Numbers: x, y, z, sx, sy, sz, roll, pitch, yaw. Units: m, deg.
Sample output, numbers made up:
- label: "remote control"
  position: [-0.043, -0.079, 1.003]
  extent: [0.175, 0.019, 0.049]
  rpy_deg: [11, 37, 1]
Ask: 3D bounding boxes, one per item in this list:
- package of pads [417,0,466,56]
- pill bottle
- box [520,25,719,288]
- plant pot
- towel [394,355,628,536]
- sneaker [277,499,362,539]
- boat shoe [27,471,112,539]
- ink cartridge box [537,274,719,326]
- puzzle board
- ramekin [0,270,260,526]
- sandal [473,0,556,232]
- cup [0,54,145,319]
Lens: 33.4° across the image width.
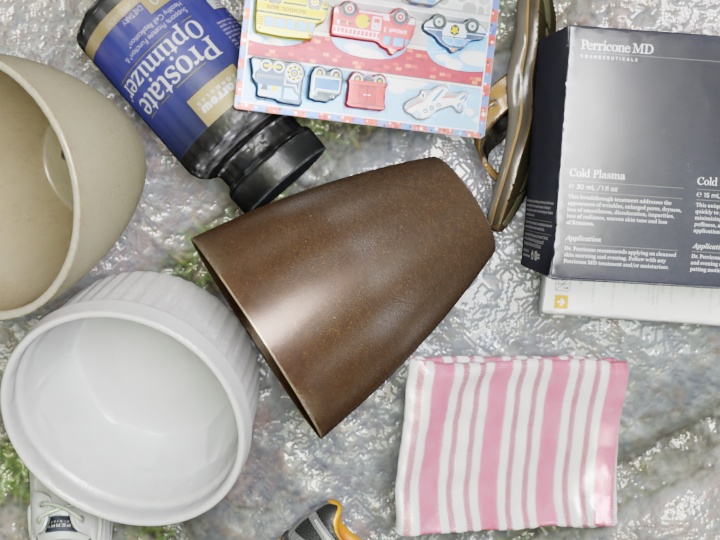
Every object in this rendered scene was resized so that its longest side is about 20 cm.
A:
- label: "package of pads"
  position: [0.012, -0.269, 0.973]
  extent: [0.154, 0.068, 0.200]
  rpy_deg: [3, 94, 3]
- label: "pill bottle"
  position: [-0.124, -0.146, 0.969]
  extent: [0.112, 0.112, 0.200]
  rpy_deg: [-41, 90, 5]
- label: "box"
  position: [0.234, -0.082, 0.903]
  extent: [0.200, 0.104, 0.182]
  rpy_deg: [4, 96, -4]
- label: "plant pot"
  position: [0.000, 0.000, 0.950]
  extent: [0.200, 0.187, 0.187]
  rpy_deg: [-33, 91, -7]
- label: "towel"
  position: [0.126, 0.143, 0.980]
  extent: [0.200, 0.030, 0.146]
  rpy_deg: [2, 94, -20]
- label: "sneaker"
  position: [0.018, 0.275, 1.009]
  extent: [0.200, 0.078, 0.077]
  rpy_deg: [39, 90, 1]
- label: "boat shoe"
  position: [-0.245, 0.215, 1.024]
  extent: [0.073, 0.067, 0.200]
  rpy_deg: [-9, 93, 4]
- label: "ink cartridge box"
  position: [0.252, -0.054, 0.985]
  extent: [0.200, 0.043, 0.198]
  rpy_deg: [4, 94, 4]
- label: "puzzle board"
  position: [0.009, -0.188, 0.922]
  extent: [0.200, 0.017, 0.151]
  rpy_deg: [5, 94, -13]
- label: "ramekin"
  position: [-0.175, 0.095, 0.965]
  extent: [0.200, 0.105, 0.200]
  rpy_deg: [5, 118, 9]
- label: "sandal"
  position: [0.119, -0.132, 0.974]
  extent: [0.055, 0.082, 0.200]
  rpy_deg: [8, 96, 20]
- label: "cup"
  position: [-0.253, -0.078, 0.944]
  extent: [0.200, 0.143, 0.200]
  rpy_deg: [8, 108, 26]
